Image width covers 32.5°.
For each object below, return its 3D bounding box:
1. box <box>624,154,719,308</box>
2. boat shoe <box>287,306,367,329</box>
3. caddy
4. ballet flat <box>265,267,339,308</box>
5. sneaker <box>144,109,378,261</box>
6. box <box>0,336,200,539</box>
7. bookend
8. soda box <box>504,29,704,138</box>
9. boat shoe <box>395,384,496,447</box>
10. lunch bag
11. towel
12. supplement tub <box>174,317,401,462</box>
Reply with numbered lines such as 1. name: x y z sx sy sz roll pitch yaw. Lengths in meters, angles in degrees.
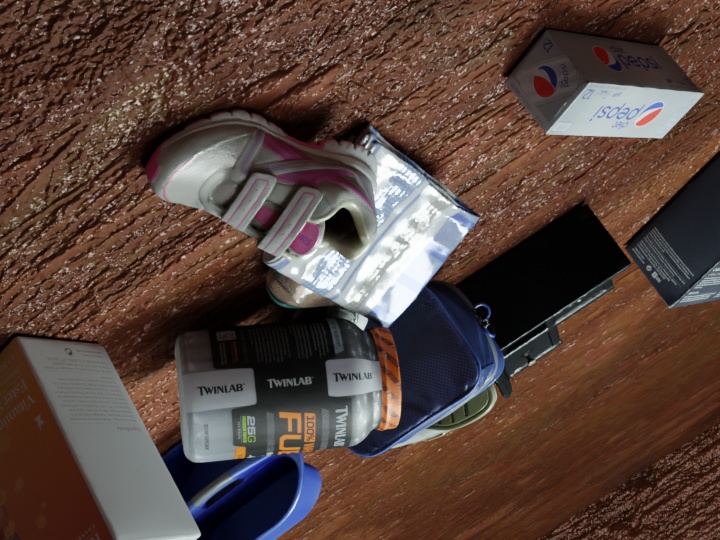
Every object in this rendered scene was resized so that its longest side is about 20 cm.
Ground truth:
1. box: 0.481 -0.053 1.606 0.200 0.104 0.182 -5 145 -47
2. boat shoe: -0.071 0.093 1.255 0.064 0.071 0.200 -2 134 -50
3. caddy: -0.142 0.237 1.349 0.200 0.142 0.105 -38 161 11
4. ballet flat: 0.000 0.000 1.165 0.200 0.068 0.067 -6 137 -49
5. sneaker: -0.062 -0.057 0.924 0.200 0.088 0.081 5 138 -31
6. box: -0.255 0.180 1.023 0.152 0.200 0.106 -42 155 18
7. bookend: 0.218 0.043 1.480 0.198 0.092 0.200 -33 157 0
8. soda box: 0.223 -0.165 1.117 0.200 0.068 0.063 -6 143 -47
9. boat shoe: 0.091 0.177 1.584 0.200 0.075 0.068 -21 168 28
10. lunch bag: 0.055 0.097 1.319 0.200 0.136 0.132 -34 171 14
11. towel: 0.015 -0.031 1.092 0.147 0.024 0.200 -51 141 6
12. supplement tub: -0.068 0.108 1.145 0.199 0.123 0.123 -5 150 -9
